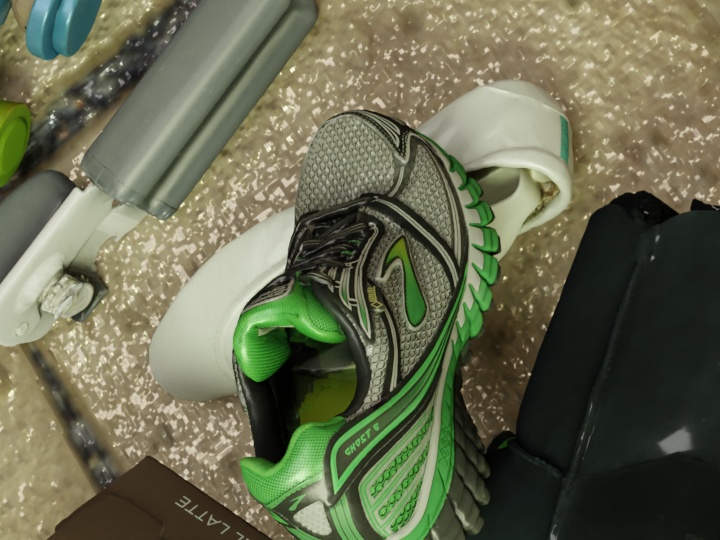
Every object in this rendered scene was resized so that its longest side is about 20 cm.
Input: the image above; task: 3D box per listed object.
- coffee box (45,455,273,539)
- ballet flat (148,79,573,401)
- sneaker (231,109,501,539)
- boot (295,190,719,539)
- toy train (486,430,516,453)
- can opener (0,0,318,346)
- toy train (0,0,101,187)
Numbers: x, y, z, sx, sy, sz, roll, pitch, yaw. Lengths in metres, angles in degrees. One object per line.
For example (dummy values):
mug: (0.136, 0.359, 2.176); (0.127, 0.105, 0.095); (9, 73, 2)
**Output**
coffee box: (-0.070, 0.185, 0.895); (0.114, 0.080, 0.201); (30, 133, 24)
ballet flat: (0.000, 0.000, 0.954); (0.200, 0.069, 0.070); (-35, 70, 12)
sneaker: (-0.001, 0.013, 0.852); (0.078, 0.085, 0.201); (-30, 40, 26)
boot: (0.070, 0.059, 0.873); (0.200, 0.076, 0.169); (-3, 57, 46)
toy train: (0.118, 0.131, 0.904); (0.200, 0.042, 0.057); (36, 106, 24)
can opener: (-0.099, -0.050, 1.017); (0.200, 0.053, 0.066); (-49, 66, 9)
toy train: (-0.196, -0.066, 1.053); (0.115, 0.085, 0.201); (23, 91, 11)
